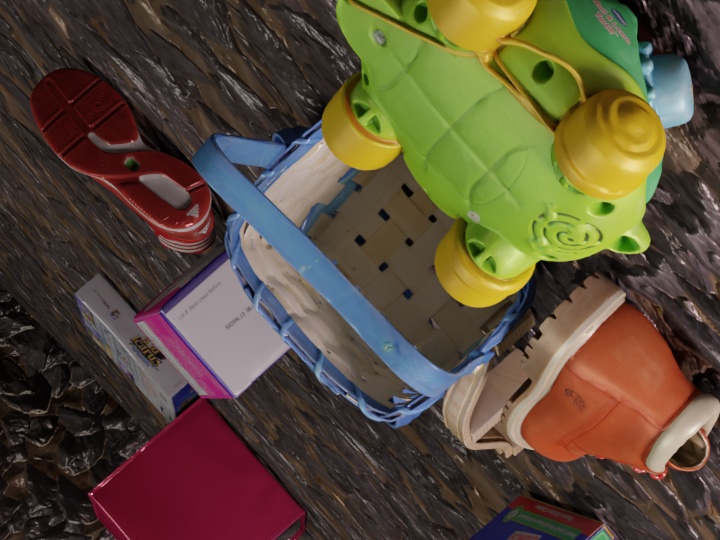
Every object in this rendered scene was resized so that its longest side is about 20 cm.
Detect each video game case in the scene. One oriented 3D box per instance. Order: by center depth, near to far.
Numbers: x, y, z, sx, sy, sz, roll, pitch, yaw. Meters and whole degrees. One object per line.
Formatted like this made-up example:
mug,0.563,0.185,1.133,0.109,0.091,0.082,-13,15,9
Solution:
video game case,-0.279,0.105,2.967,0.181,0.045,0.200,46,168,10

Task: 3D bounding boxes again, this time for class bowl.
bowl,0.000,0.000,1.472,0.201,0.039,0.201,158,90,-82

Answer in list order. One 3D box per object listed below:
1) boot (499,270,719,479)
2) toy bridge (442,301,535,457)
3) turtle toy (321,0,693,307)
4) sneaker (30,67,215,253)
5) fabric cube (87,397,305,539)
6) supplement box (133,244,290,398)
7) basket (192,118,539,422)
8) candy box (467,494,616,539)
boot,0.139,0.081,1.284,0.107,0.075,0.200,41,166,11
toy bridge,0.084,0.080,1.487,0.027,0.067,0.200,44,167,22
turtle toy,0.056,-0.089,0.955,0.200,0.101,0.146,51,145,3
sneaker,-0.201,-0.081,2.003,0.200,0.078,0.116,46,167,21
fabric cube,-0.207,0.313,2.997,0.199,0.196,0.200,47,169,10
supplement box,-0.119,0.042,2.030,0.103,0.101,0.200,50,169,-7
basket,0.004,-0.009,1.261,0.176,0.139,0.200,47,-161,9
candy box,0.178,0.268,1.720,0.200,0.077,0.169,51,170,-13
